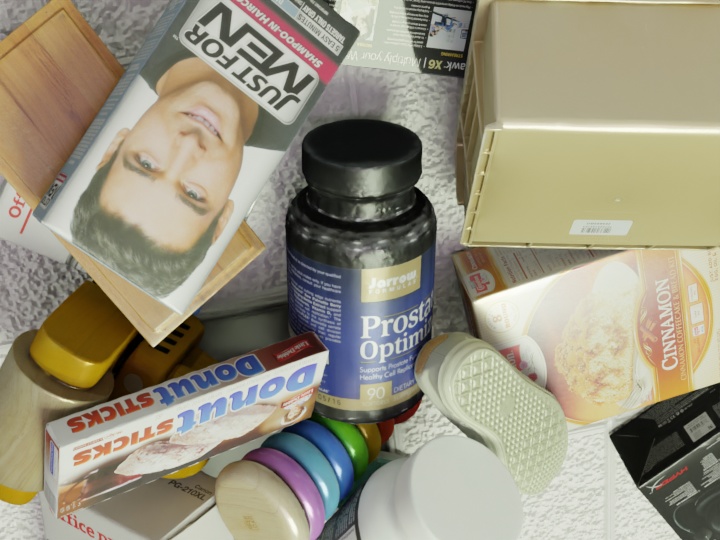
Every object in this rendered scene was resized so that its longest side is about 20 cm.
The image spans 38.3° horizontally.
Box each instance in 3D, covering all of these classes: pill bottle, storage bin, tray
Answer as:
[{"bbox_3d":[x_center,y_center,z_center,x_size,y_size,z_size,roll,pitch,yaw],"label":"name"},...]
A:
[{"bbox_3d":[0.000,0.000,0.757,0.110,0.112,0.203,-4,120,-8],"label":"pill bottle"},{"bbox_3d":[0.167,-0.086,0.681,0.196,0.096,0.199,1,159,0],"label":"storage bin"},{"bbox_3d":[0.033,0.213,0.786,0.115,0.118,0.201,17,139,-19],"label":"pill bottle"},{"bbox_3d":[-0.158,-0.060,0.651,0.098,0.037,0.201,-40,111,-6],"label":"tray"}]

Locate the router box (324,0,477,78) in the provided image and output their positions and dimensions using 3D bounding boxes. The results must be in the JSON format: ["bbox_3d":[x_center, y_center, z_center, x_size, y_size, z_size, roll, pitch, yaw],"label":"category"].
[{"bbox_3d":[0.047,-0.213,0.680,0.196,0.052,0.160,4,119,-13],"label":"router box"}]

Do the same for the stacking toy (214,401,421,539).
[{"bbox_3d":[-0.020,0.134,0.804,0.084,0.199,0.087,21,130,29],"label":"stacking toy"}]

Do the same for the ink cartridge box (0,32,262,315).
[{"bbox_3d":[-0.179,-0.063,0.714,0.197,0.067,0.117,23,112,-21],"label":"ink cartridge box"}]

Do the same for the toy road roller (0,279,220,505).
[{"bbox_3d":[-0.164,0.091,0.730,0.145,0.200,0.124,33,111,-1],"label":"toy road roller"}]

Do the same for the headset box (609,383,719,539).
[{"bbox_3d":[0.346,0.189,0.948,0.148,0.078,0.200,-37,120,12],"label":"headset box"}]

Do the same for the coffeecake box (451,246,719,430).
[{"bbox_3d":[0.188,0.038,0.836,0.196,0.073,0.156,-17,122,0],"label":"coffeecake box"}]

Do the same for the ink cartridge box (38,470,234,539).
[{"bbox_3d":[-0.173,0.253,0.830,0.143,0.084,0.204,15,118,32],"label":"ink cartridge box"}]

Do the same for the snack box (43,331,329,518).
[{"bbox_3d":[-0.113,0.100,0.691,0.198,0.024,0.073,-18,139,-34],"label":"snack box"}]

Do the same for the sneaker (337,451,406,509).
[{"bbox_3d":[0.054,0.228,0.912,0.198,0.080,0.072,31,112,-24],"label":"sneaker"}]

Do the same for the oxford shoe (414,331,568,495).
[{"bbox_3d":[0.103,0.107,0.789,0.076,0.057,0.200,-53,133,-11],"label":"oxford shoe"}]

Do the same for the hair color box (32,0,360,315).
[{"bbox_3d":[-0.097,-0.088,0.617,0.098,0.060,0.202,34,84,-23],"label":"hair color box"}]
